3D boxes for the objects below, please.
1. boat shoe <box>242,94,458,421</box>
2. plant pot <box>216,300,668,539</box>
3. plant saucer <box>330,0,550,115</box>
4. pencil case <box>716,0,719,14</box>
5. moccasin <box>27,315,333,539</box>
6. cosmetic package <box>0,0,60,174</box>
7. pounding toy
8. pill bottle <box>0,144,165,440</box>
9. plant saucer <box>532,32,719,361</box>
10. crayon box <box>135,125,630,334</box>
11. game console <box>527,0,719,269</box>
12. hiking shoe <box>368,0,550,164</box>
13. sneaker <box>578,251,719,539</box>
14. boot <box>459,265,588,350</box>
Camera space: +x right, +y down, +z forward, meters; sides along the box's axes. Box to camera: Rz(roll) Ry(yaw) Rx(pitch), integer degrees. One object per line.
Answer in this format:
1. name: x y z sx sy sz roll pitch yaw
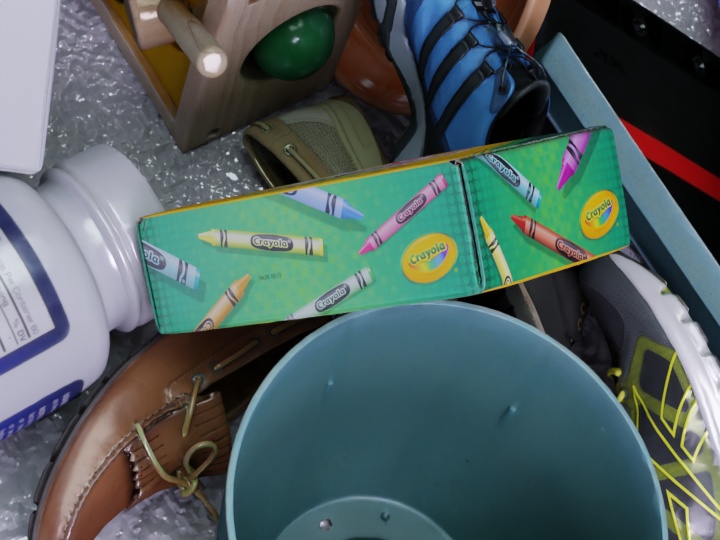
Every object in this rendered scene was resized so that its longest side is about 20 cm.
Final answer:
1. boat shoe: 0.000 -0.002 0.990 0.063 0.073 0.202 -15 66 -19
2. plant pot: 0.022 0.139 0.875 0.198 0.161 0.203 6 63 -12
3. plant saucer: 0.034 -0.186 1.024 0.032 0.200 0.202 -8 64 -44
4. pencil case: 0.246 -0.224 1.158 0.087 0.089 0.202 1 63 -14
5. moccasin: -0.087 0.077 0.934 0.077 0.074 0.201 35 51 13
6. cosmetic package: -0.247 -0.154 0.922 0.198 0.124 0.200 6 29 -13
7. pounding toy: -0.083 -0.161 0.981 0.141 0.184 0.201 -26 73 -24
8. pill bottle: -0.189 0.022 0.902 0.199 0.120 0.120 -30 75 -26
9. plant saucer: 0.145 -0.028 0.952 0.019 0.070 0.201 -35 91 -5
10. crayon box: 0.008 -0.017 0.862 0.118 0.199 0.059 -16 96 -49
11. game console: 0.157 -0.064 1.043 0.199 0.031 0.178 26 58 -28
12. hiking shoe: 0.059 -0.104 0.931 0.074 0.086 0.202 -13 99 -51
13. sneaker: 0.151 0.086 0.942 0.084 0.074 0.201 -27 77 3
14. boot: 0.118 0.020 1.015 0.137 0.077 0.202 -10 76 -32
